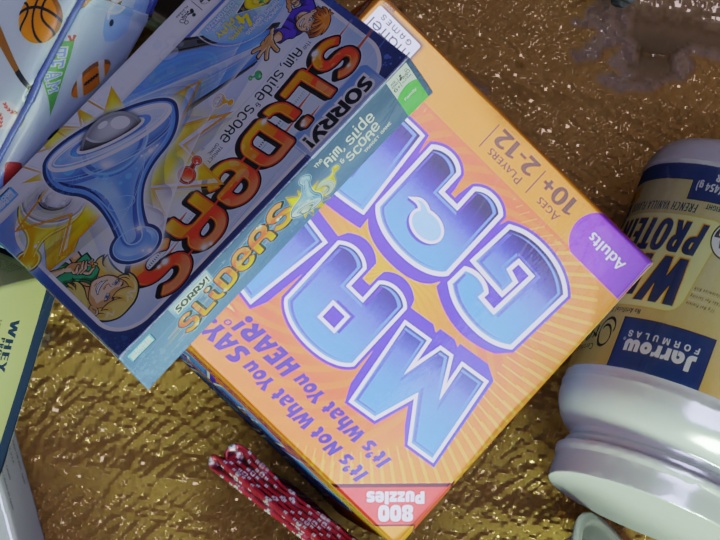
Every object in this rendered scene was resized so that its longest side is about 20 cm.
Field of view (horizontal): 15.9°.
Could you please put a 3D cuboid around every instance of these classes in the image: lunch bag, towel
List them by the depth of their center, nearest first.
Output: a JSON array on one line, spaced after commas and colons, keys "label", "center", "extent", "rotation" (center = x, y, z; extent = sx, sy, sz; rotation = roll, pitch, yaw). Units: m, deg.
[{"label": "lunch bag", "center": [-0.200, -0.132, 1.330], "extent": [0.160, 0.075, 0.201], "rotation": [35, 100, 23]}, {"label": "towel", "center": [0.016, 0.163, 1.389], "extent": [0.199, 0.145, 0.023], "rotation": [36, 87, 18]}]

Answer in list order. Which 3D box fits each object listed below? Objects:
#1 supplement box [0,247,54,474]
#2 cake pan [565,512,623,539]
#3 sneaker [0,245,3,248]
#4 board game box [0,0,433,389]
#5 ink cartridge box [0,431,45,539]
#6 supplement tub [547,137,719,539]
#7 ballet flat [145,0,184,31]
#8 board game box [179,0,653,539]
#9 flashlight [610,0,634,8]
[{"label": "supplement box", "center": [-0.271, 0.077, 1.300], "extent": [0.133, 0.200, 0.201], "rotation": [21, 101, 13]}, {"label": "cake pan", "center": [0.148, 0.233, 1.428], "extent": [0.037, 0.200, 0.201], "rotation": [-24, 94, 16]}, {"label": "sneaker", "center": [-0.183, -0.074, 1.393], "extent": [0.073, 0.082, 0.201], "rotation": [10, 117, -34]}, {"label": "board game box", "center": [-0.079, -0.056, 1.268], "extent": [0.200, 0.034, 0.135], "rotation": [-47, 53, -6]}, {"label": "ink cartridge box", "center": [-0.262, 0.159, 1.433], "extent": [0.172, 0.044, 0.202], "rotation": [-15, 92, 17]}, {"label": "supplement tub", "center": [0.194, 0.044, 1.419], "extent": [0.144, 0.144, 0.201], "rotation": [24, 77, -8]}, {"label": "ballet flat", "center": [-0.084, -0.146, 1.405], "extent": [0.199, 0.069, 0.070], "rotation": [27, 85, 35]}, {"label": "board game box", "center": [0.000, 0.000, 1.394], "extent": [0.200, 0.200, 0.200], "rotation": [44, 84, -6]}, {"label": "flashlight", "center": [0.178, -0.250, 1.490], "extent": [0.068, 0.068, 0.201], "rotation": [25, 85, -11]}]
